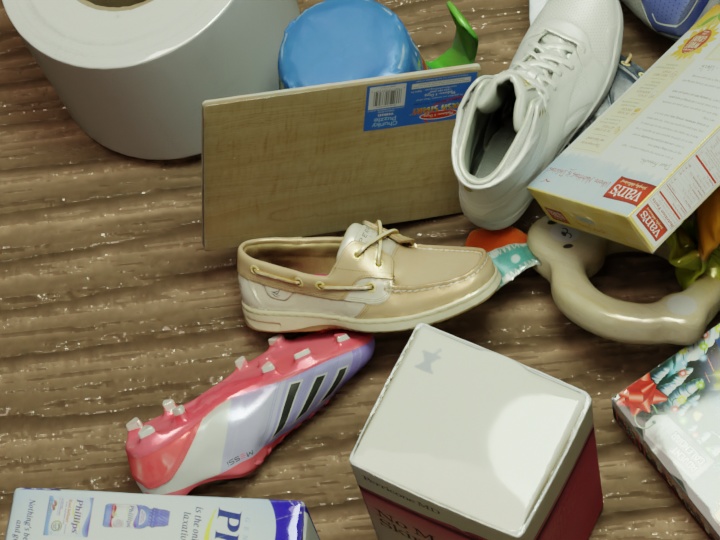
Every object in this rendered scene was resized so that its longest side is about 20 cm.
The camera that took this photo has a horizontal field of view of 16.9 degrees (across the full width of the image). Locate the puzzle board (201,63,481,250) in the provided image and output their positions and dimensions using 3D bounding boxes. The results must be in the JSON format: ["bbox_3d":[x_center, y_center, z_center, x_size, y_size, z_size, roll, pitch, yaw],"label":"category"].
[{"bbox_3d":[-0.016,-0.083,1.731,0.199,0.151,0.017,-9,50,-11],"label":"puzzle board"}]

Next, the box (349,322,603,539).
[{"bbox_3d":[0.081,0.141,1.608,0.128,0.200,0.109,22,70,18],"label":"box"}]

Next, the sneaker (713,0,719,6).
[{"bbox_3d":[0.297,-0.208,1.804,0.082,0.074,0.201,-10,67,4],"label":"sneaker"}]

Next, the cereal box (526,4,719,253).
[{"bbox_3d":[0.223,-0.101,1.665,0.200,0.040,0.144,-44,24,-10],"label":"cereal box"}]

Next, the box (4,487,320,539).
[{"bbox_3d":[-0.123,0.228,1.611,0.199,0.184,0.105,3,64,9],"label":"box"}]

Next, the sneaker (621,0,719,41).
[{"bbox_3d":[0.177,-0.247,1.793,0.081,0.115,0.200,-59,44,21],"label":"sneaker"}]

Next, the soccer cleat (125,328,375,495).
[{"bbox_3d":[-0.074,0.104,1.734,0.200,0.067,0.077,-27,109,-16],"label":"soccer cleat"}]

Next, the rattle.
[{"bbox_3d":[0.163,-0.033,1.705,0.199,0.143,0.130,21,61,20],"label":"rattle"}]

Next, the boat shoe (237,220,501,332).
[{"bbox_3d":[0.000,0.000,1.727,0.199,0.069,0.074,-6,27,21],"label":"boat shoe"}]

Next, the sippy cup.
[{"bbox_3d":[-0.004,-0.131,1.784,0.139,0.130,0.178,19,70,17],"label":"sippy cup"}]

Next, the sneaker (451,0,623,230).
[{"bbox_3d":[0.127,-0.131,1.706,0.073,0.116,0.201,24,81,13],"label":"sneaker"}]

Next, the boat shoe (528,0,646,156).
[{"bbox_3d":[0.176,-0.149,1.802,0.091,0.071,0.201,-6,72,5],"label":"boat shoe"}]

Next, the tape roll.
[{"bbox_3d":[-0.156,-0.204,1.827,0.202,0.139,0.203,-6,62,11],"label":"tape roll"}]

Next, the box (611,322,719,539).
[{"bbox_3d":[0.286,0.130,1.670,0.137,0.040,0.200,-35,65,-6],"label":"box"}]
